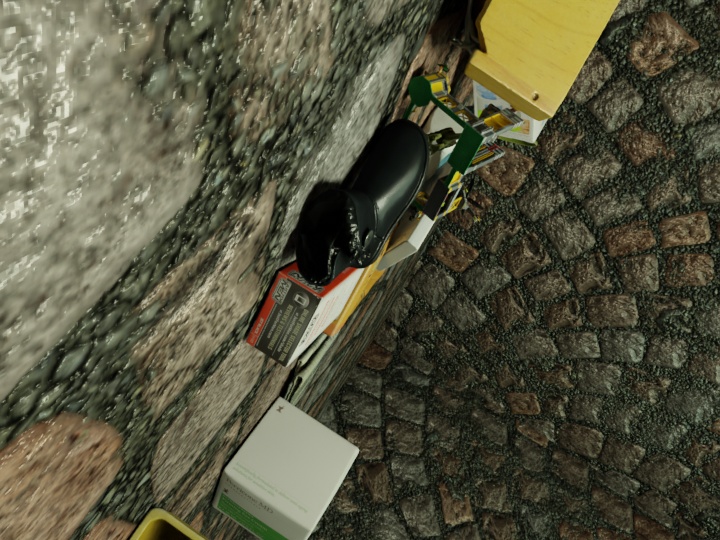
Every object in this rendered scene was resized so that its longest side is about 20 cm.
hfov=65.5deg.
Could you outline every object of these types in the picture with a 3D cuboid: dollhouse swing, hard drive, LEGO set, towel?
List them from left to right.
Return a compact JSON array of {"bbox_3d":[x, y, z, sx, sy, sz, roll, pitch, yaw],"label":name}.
[{"bbox_3d":[-0.119,0.216,1.215,0.200,0.034,0.193,-53,174,-51],"label":"towel"},{"bbox_3d":[0.098,-0.096,0.904,0.201,0.027,0.132,-57,-169,-26],"label":"hard drive"},{"bbox_3d":[0.121,-0.168,0.752,0.116,0.154,0.201,-29,147,-40],"label":"LEGO set"},{"bbox_3d":[0.210,-0.313,0.699,0.201,0.181,0.176,-62,-158,11],"label":"dollhouse swing"}]

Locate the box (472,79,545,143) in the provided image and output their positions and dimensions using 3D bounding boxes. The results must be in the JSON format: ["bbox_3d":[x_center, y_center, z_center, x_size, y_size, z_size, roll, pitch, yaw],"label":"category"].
[{"bbox_3d":[0.253,-0.327,0.914,0.102,0.112,0.200,-55,150,-25],"label":"box"}]

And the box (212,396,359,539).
[{"bbox_3d":[-0.147,0.407,1.102,0.200,0.198,0.172,-50,169,-48],"label":"box"}]

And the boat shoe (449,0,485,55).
[{"bbox_3d":[0.162,-0.315,0.733,0.086,0.074,0.202,-58,170,-10],"label":"boat shoe"}]

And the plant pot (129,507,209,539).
[{"bbox_3d":[-0.238,0.445,0.727,0.196,0.194,0.200,-55,177,-23],"label":"plant pot"}]

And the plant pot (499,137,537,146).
[{"bbox_3d":[0.412,-0.455,1.510,0.200,0.199,0.185,-29,138,-76],"label":"plant pot"}]

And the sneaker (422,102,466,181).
[{"bbox_3d":[0.120,-0.211,0.961,0.200,0.075,0.088,-49,-177,-29],"label":"sneaker"}]

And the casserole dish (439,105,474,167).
[{"bbox_3d":[0.159,-0.234,1.045,0.201,0.039,0.121,-56,-159,-12],"label":"casserole dish"}]

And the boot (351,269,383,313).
[{"bbox_3d":[0.000,0.001,1.014,0.202,0.071,0.144,-56,179,-4],"label":"boot"}]

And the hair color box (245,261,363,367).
[{"bbox_3d":[-0.059,0.032,0.712,0.102,0.061,0.200,-61,173,19],"label":"hair color box"}]

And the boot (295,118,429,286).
[{"bbox_3d":[0.008,-0.081,0.632,0.201,0.076,0.168,-65,169,13],"label":"boot"}]

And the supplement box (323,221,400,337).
[{"bbox_3d":[-0.016,-0.003,0.848,0.201,0.069,0.067,-59,174,14],"label":"supplement box"}]
